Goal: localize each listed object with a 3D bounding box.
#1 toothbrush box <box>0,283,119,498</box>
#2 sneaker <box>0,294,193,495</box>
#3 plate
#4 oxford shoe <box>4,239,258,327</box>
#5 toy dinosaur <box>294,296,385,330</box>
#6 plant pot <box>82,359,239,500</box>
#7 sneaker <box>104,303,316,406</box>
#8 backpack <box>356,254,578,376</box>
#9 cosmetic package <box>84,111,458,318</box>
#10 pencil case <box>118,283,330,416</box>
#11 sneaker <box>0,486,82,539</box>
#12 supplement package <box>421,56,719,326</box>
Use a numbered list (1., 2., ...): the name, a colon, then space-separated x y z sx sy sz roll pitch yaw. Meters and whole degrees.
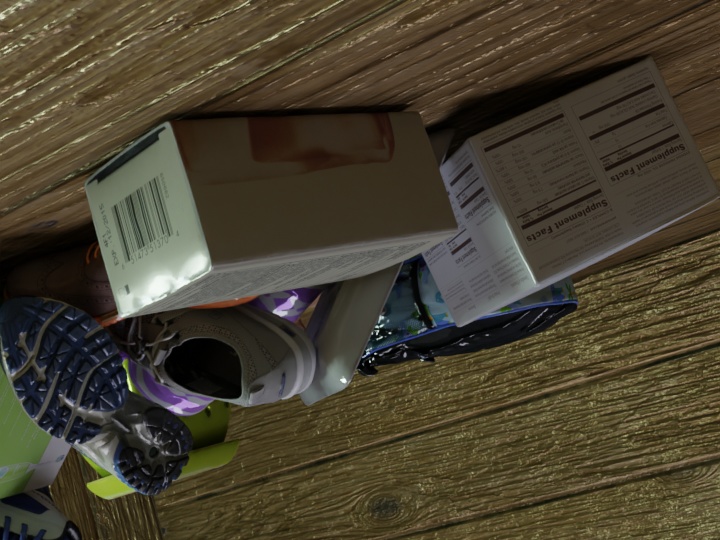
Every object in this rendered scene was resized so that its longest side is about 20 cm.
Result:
1. toothbrush box: -0.283 0.092 0.876 0.147 0.086 0.200 -62 161 10
2. sneaker: -0.203 0.087 0.834 0.085 0.201 0.077 17 -121 38
3. plate: 0.000 0.000 0.902 0.032 0.202 0.200 24 166 -6
4. oxford shoe: -0.161 -0.012 0.818 0.198 0.072 0.073 -10 137 11
5. toy dinosaur: -0.049 0.000 1.024 0.199 0.086 0.136 -32 141 -17
6. plant pot: -0.305 0.224 1.749 0.198 0.183 0.199 -22 170 41
7. sneaker: -0.132 0.042 0.841 0.198 0.076 0.082 15 -161 23
8. backpack: 0.098 0.007 1.161 0.199 0.149 0.182 -17 173 32
9. cosmetic package: -0.050 -0.038 0.715 0.199 0.088 0.103 -8 168 -46
10. pencil case: -0.100 0.029 0.911 0.085 0.084 0.200 28 122 -26
11. sneaker: -0.288 0.202 0.920 0.115 0.081 0.199 23 -177 35
12. supplement package: 0.140 -0.051 0.888 0.155 0.112 0.200 -25 176 -14
